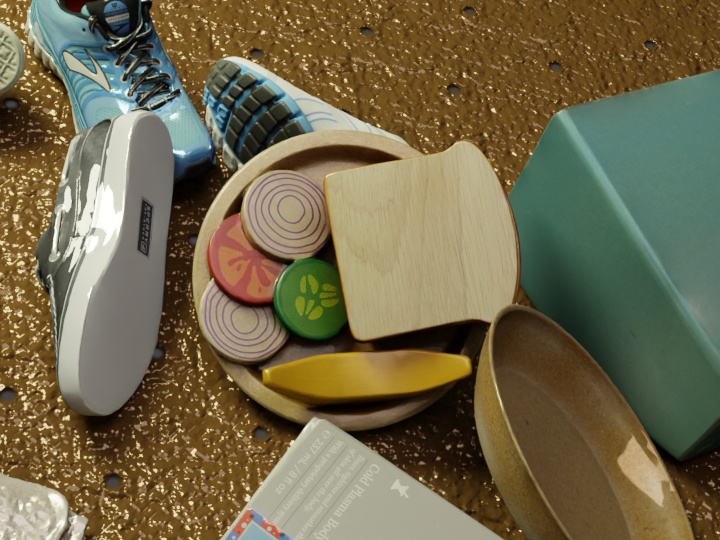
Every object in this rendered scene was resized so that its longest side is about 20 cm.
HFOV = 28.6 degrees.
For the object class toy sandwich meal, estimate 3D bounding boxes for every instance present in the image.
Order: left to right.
[{"bbox_3d":[0.000,0.000,0.841,0.204,0.070,0.207,1,78,-6],"label":"toy sandwich meal"}]

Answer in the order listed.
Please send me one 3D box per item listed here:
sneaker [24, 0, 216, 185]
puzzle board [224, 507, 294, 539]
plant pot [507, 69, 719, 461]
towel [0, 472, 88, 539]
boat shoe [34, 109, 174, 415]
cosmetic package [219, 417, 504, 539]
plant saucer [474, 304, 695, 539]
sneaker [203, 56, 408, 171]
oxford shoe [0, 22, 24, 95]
[{"bbox_3d":[-0.163,-0.138,0.941,0.078,0.090,0.200,-26,66,-30],"label":"sneaker"},{"bbox_3d":[-0.053,0.236,0.659,0.150,0.017,0.200,34,80,14],"label":"puzzle board"},{"bbox_3d":[0.203,0.004,0.893,0.141,0.141,0.201,-17,65,-25],"label":"plant pot"},{"bbox_3d":[-0.249,0.154,0.723,0.199,0.035,0.133,13,49,-4],"label":"towel"},{"bbox_3d":[-0.163,-0.005,0.854,0.067,0.072,0.201,-8,62,23],"label":"boat shoe"},{"bbox_3d":[0.027,0.183,0.734,0.199,0.090,0.107,29,53,14],"label":"cosmetic package"},{"bbox_3d":[0.121,0.114,0.791,0.200,0.035,0.201,43,26,-27],"label":"plant saucer"},{"bbox_3d":[-0.016,-0.076,0.946,0.200,0.075,0.087,41,43,2],"label":"sneaker"},{"bbox_3d":[-0.319,-0.126,0.920,0.199,0.076,0.058,-11,13,-12],"label":"oxford shoe"}]
